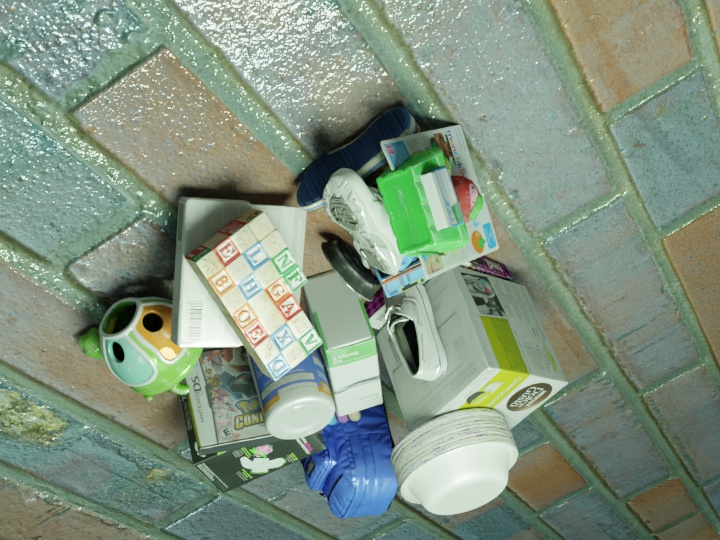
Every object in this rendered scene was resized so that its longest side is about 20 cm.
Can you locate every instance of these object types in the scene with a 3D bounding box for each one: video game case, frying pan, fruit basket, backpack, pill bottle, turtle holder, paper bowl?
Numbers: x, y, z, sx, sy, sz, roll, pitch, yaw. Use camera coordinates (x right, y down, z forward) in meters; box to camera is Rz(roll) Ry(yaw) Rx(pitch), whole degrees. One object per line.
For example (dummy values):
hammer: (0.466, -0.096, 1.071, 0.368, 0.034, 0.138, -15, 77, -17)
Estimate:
video game case: (0.126, 0.041, 1.683, 0.180, 0.036, 0.200, 19, 128, -41)
video game case: (-0.177, 0.194, 1.605, 0.197, 0.182, 0.026, -8, 142, -17)
frying pan: (0.006, 0.011, 1.527, 0.031, 0.115, 0.190, -42, 139, 13)
fruit basket: (0.116, -0.098, 1.341, 0.093, 0.187, 0.199, -17, -179, 44)
backpack: (-0.022, 0.358, 1.865, 0.166, 0.201, 0.163, -4, 141, -21)
pill bottle: (-0.116, 0.149, 1.564, 0.111, 0.201, 0.113, -12, 142, -10)
turtle holder: (-0.320, 0.099, 1.479, 0.142, 0.185, 0.132, -54, 130, -11)
paper bowl: (0.154, 0.311, 1.588, 0.198, 0.105, 0.202, -12, 146, -8)

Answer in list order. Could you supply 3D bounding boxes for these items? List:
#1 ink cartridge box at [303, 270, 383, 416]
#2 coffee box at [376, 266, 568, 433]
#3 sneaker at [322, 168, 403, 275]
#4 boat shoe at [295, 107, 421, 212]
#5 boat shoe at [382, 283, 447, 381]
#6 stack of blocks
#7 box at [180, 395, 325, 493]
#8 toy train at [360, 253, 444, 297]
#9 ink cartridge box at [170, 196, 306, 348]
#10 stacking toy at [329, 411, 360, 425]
ink cartridge box: (-0.027, 0.118, 1.613, 0.083, 0.147, 0.201, -16, 142, -7)
coffee box: (0.179, 0.144, 1.639, 0.196, 0.202, 0.200, 14, 133, -39)
sneaker: (0.018, -0.085, 1.355, 0.100, 0.077, 0.200, -55, 144, -17)
boat shoe: (0.003, -0.136, 1.379, 0.199, 0.073, 0.072, -33, 143, 15)
boat shoe: (0.073, 0.076, 1.561, 0.065, 0.201, 0.074, 7, 139, -46)
stack of blocks: (-0.132, 0.032, 1.357, 0.115, 0.058, 0.201, -37, 111, -16)
box: (-0.183, 0.255, 1.703, 0.198, 0.150, 0.125, -23, 141, 3)
toy train: (0.096, -0.044, 1.489, 0.198, 0.087, 0.115, -26, 151, -2)
ink cartridge box: (-0.169, 0.004, 1.393, 0.174, 0.045, 0.203, 2, 96, -26)
stacking toy: (-0.102, 0.254, 1.807, 0.198, 0.086, 0.086, -17, 143, 3)
